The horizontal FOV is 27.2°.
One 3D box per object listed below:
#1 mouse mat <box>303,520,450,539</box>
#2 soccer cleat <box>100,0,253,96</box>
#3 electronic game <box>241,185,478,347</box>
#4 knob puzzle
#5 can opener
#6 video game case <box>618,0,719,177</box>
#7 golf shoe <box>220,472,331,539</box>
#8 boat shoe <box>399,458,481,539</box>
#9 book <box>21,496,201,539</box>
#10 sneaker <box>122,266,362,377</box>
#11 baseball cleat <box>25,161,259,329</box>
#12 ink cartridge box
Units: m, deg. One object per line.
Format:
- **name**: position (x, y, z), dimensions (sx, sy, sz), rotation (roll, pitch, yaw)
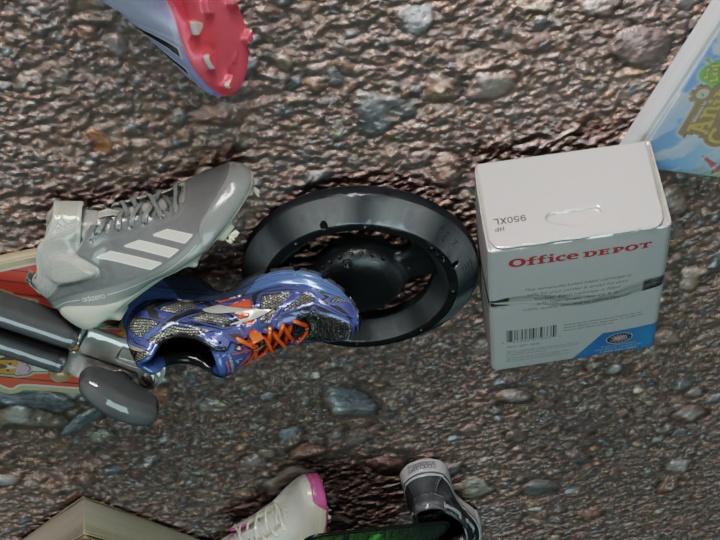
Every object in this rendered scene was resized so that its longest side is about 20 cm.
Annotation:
- **mouse mat**: position (-0.007, 0.305, 1.555), dimensions (0.159, 0.008, 0.200), rotation (-3, 151, -21)
- **soccer cleat**: position (-0.137, -0.183, 0.967), dimensions (0.076, 0.067, 0.200), rotation (8, 159, 29)
- **electronic game**: position (0.000, 0.000, 1.240), dimensions (0.197, 0.042, 0.201), rotation (0, 141, 0)
- **knob puzzle**: position (-0.278, 0.052, 1.252), dimensions (0.216, 0.031, 0.221), rotation (-6, 143, -5)
- **can opener**: position (-0.247, 0.062, 1.202), dimensions (0.198, 0.067, 0.053), rotation (24, 118, -18)
- **video game case**: position (0.320, -0.144, 1.147), dimensions (0.180, 0.022, 0.201), rotation (5, 140, -20)
- **golf shoe**: position (-0.093, 0.278, 1.546), dimensions (0.090, 0.076, 0.201), rotation (1, 141, -25)
- **boat shoe**: position (0.091, 0.277, 1.599), dimensions (0.071, 0.068, 0.201), rotation (-14, 142, 6)
- **book**: position (-0.259, 0.311, 1.586), dimensions (0.133, 0.049, 0.199), rotation (-32, 140, 30)
- **sneaker**: position (-0.097, 0.051, 1.205), dimensions (0.197, 0.079, 0.076), rotation (-4, 142, 2)
- **baseball cleat**: position (-0.176, -0.031, 1.138), dimensions (0.199, 0.070, 0.106), rotation (-39, 119, 19)
- **ink cartridge box**: position (0.169, -0.009, 1.218), dimensions (0.142, 0.085, 0.201), rotation (-8, 149, 1)
